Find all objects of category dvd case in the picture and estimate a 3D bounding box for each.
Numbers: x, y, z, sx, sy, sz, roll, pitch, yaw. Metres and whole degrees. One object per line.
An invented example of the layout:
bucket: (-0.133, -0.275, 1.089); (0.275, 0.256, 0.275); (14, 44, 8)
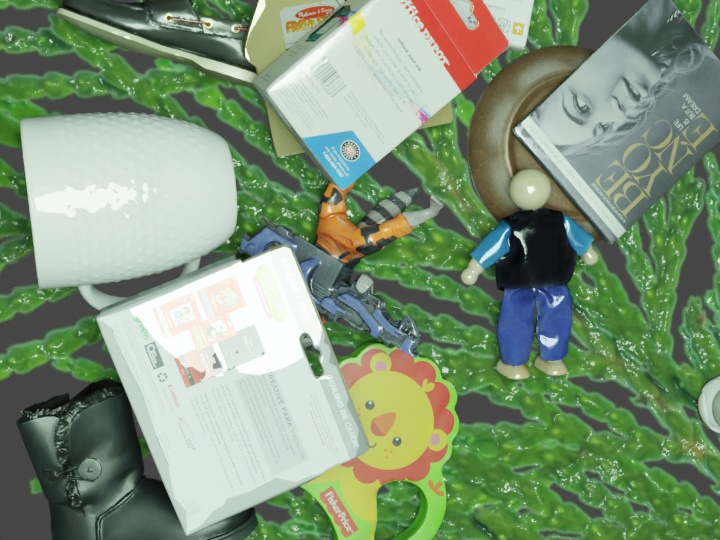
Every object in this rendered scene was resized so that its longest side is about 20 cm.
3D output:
dvd case: (0.264, -0.147, 1.080); (0.200, 0.016, 0.149); (-43, 99, -4)

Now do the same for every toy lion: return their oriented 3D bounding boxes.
toy lion: (0.018, 0.179, 1.085); (0.191, 0.069, 0.201); (-32, 98, -13)

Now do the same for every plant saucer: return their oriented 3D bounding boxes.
plant saucer: (0.205, -0.121, 1.100); (0.199, 0.037, 0.202); (0, 93, -7)

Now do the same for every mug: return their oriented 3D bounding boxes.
mug: (-0.204, -0.045, 1.003); (0.174, 0.148, 0.201); (-7, 125, -16)

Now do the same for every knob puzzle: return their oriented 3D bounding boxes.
knob puzzle: (-0.013, -0.220, 1.027); (0.218, 0.030, 0.221); (-4, 107, -15)

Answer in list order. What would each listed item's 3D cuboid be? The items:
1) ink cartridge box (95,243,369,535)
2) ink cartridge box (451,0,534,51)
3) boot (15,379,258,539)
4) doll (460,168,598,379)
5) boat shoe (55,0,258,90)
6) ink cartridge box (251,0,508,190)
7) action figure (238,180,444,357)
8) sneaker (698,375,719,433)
ink cartridge box: (-0.109, 0.096, 0.975); (0.175, 0.084, 0.201); (-22, 97, -8)
ink cartridge box: (0.080, -0.327, 1.062); (0.197, 0.043, 0.202); (10, 95, -8)
boot: (-0.206, 0.185, 1.039); (0.199, 0.076, 0.169); (-10, 99, -1)
doll: (0.161, 0.003, 1.074); (0.135, 0.048, 0.202); (-4, 107, -9)
boat shoe: (-0.172, -0.221, 1.020); (0.200, 0.074, 0.064); (14, 93, -15)
ink cartridge box: (0.019, -0.183, 0.994); (0.200, 0.067, 0.116); (-40, 113, -3)
action figure: (0.000, 0.000, 1.047); (0.200, 0.105, 0.194); (39, 93, 16)
sneaker: (0.448, 0.130, 1.123); (0.199, 0.092, 0.076); (-15, 96, -7)
